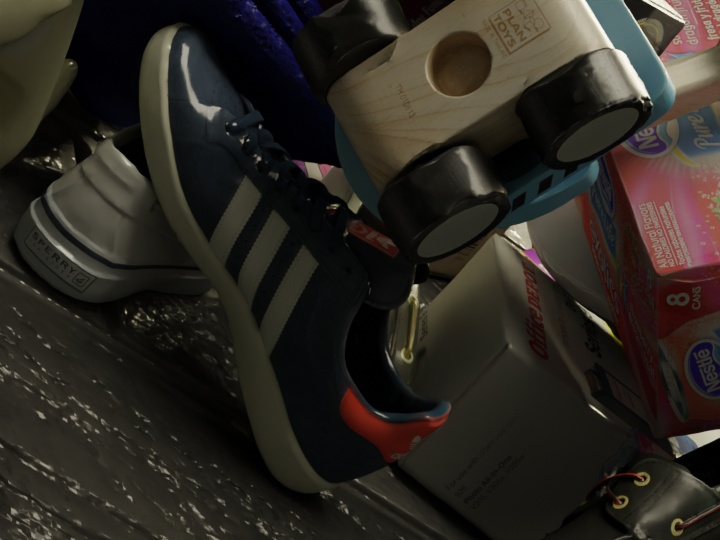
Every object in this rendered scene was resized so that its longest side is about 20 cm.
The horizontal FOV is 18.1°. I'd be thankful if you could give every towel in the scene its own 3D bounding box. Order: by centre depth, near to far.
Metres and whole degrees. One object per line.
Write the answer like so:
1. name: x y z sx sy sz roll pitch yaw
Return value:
1. towel: -0.084 -0.111 1.007 0.199 0.050 0.148 15 -24 44

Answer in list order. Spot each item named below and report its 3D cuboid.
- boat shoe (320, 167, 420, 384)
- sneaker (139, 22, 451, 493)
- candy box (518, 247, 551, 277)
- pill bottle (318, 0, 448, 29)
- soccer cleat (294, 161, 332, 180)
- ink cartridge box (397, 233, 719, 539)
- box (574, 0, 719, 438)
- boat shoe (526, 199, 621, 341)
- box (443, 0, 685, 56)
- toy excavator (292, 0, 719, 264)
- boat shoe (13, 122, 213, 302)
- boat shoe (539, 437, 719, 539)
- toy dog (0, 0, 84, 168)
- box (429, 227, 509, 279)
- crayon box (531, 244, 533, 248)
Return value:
1. boat shoe: -0.002 0.002 1.090 0.060 0.072 0.202 37 23 -14
2. sneaker: -0.021 -0.013 0.922 0.201 0.084 0.075 68 23 -8
3. candy box: 0.116 0.046 1.281 0.117 0.057 0.200 46 18 10
4. pill bottle: -0.009 -0.125 1.066 0.200 0.114 0.114 41 16 4
5. soccer cleat: -0.043 -0.092 1.215 0.199 0.077 0.067 15 33 -55
6. ink cartridge box: 0.114 0.094 1.100 0.199 0.088 0.146 37 17 -12
7. box: 0.157 -0.032 1.040 0.201 0.094 0.103 -102 -175 -49
8. boat shoe: 0.156 0.022 1.114 0.200 0.070 0.067 36 -25 40
9. box: 0.037 -0.174 1.012 0.161 0.049 0.200 22 25 -52
10. toy excavator: 0.089 -0.076 0.928 0.100 0.194 0.200 60 7 18
11. boat shoe: -0.081 -0.031 0.991 0.074 0.067 0.200 43 16 1
12. boat shoe: 0.119 0.110 0.972 0.200 0.064 0.073 -14 6 -31
13. toy dog: -0.136 -0.122 0.850 0.193 0.200 0.140 23 25 -48
14. box: 0.011 -0.093 1.342 0.200 0.082 0.068 53 20 26
15. crayon box: 0.152 -0.036 1.424 0.051 0.202 0.126 -10 33 -13
